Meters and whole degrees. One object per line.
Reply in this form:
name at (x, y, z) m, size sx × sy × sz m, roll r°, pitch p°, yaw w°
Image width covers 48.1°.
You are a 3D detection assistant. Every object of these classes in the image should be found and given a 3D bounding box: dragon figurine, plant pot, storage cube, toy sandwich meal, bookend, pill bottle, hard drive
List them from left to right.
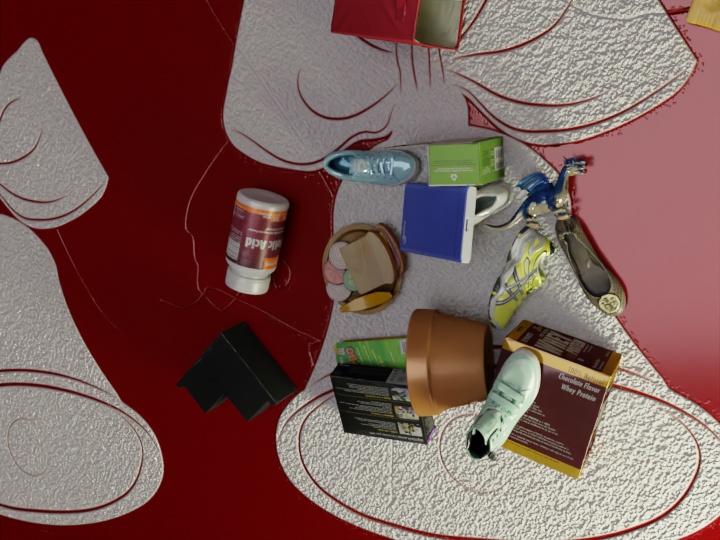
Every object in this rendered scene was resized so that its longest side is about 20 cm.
bookend at (-0.279, 0.260, 1.814) m, size 0.201 × 0.092 × 0.199 m, roll 48°, pitch 118°, yaw 9°
pill bottle at (-0.223, -0.061, 1.708) m, size 0.113 × 0.114 × 0.204 m, roll 20°, pitch 109°, yaw 21°
toy sandwich meal at (0.000, 0.000, 1.632) m, size 0.202 × 0.070 × 0.210 m, roll 6°, pitch 103°, yaw 26°
storage cube at (0.073, -0.491, 1.430) m, size 0.177 × 0.199 × 0.174 m, roll 16°, pitch 108°, yaw 30°
hard drive at (0.140, -0.092, 1.499) m, size 0.199 × 0.025 × 0.135 m, roll 14°, pitch 101°, yaw 60°
plant pot at (0.173, 0.171, 1.514) m, size 0.137 × 0.200 × 0.204 m, roll -3°, pitch 99°, yaw 18°
dragon figurine at (0.316, -0.134, 1.442) m, size 0.197 × 0.059 × 0.101 m, roll -19°, pitch 64°, yaw 29°

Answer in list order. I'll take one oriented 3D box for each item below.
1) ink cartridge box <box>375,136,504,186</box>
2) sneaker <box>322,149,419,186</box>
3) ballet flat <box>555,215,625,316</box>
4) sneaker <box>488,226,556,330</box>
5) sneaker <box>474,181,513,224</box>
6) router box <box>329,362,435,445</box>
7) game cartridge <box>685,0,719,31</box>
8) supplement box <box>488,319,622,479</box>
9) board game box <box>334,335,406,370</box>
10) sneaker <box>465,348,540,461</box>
ink cartridge box at (0.148, -0.198, 1.474) m, size 0.197 × 0.147 × 0.077 m, roll 0°, pitch 102°, yaw 27°
sneaker at (0.015, -0.199, 1.578) m, size 0.197 × 0.082 × 0.075 m, roll 2°, pitch 102°, yaw 26°
ballet flat at (0.406, -0.007, 1.439) m, size 0.067 × 0.046 × 0.202 m, roll -30°, pitch 86°, yaw 29°
sneaker at (0.294, 0.025, 1.486) m, size 0.076 × 0.075 × 0.203 m, roll 26°, pitch 112°, yaw 21°
sneaker at (0.187, -0.104, 1.507) m, size 0.199 × 0.088 × 0.076 m, roll -33°, pitch 87°, yaw 28°
router box at (0.045, 0.271, 1.651) m, size 0.197 × 0.051 × 0.152 m, roll 3°, pitch 120°, yaw 27°
game cartridge at (0.632, -0.446, 1.245) m, size 0.197 × 0.032 × 0.179 m, roll 23°, pitch 110°, yaw 20°
supplement box at (0.344, 0.228, 1.468) m, size 0.194 × 0.132 × 0.204 m, roll 19°, pitch 109°, yaw 22°
board game box at (0.040, 0.189, 1.675) m, size 0.197 × 0.030 × 0.098 m, roll -7°, pitch 96°, yaw 25°
sneaker at (0.243, 0.236, 1.379) m, size 0.073 × 0.118 × 0.203 m, roll 27°, pitch 111°, yaw 21°
